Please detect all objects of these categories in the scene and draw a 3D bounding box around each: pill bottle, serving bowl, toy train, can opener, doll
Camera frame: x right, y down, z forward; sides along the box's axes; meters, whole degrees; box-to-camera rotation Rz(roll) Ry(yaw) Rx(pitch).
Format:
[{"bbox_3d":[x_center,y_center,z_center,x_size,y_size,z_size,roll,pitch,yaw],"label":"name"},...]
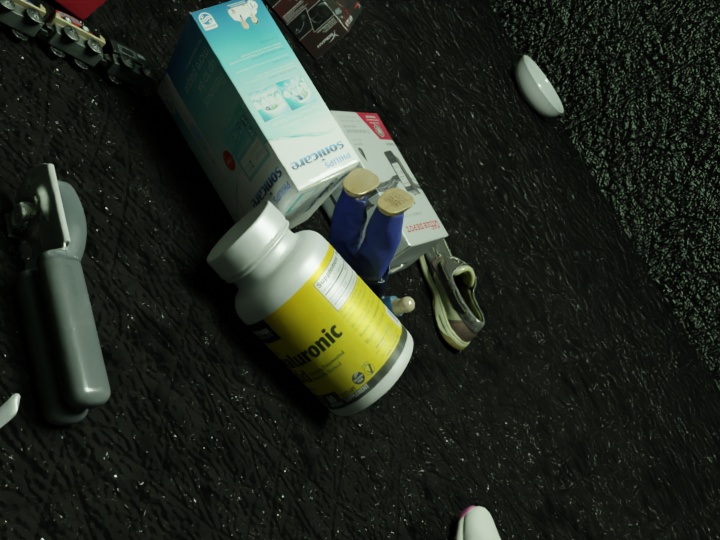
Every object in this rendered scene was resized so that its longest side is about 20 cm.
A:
[{"bbox_3d":[-0.050,0.034,0.818,0.200,0.111,0.112,48,27,-16],"label":"pill bottle"},{"bbox_3d":[0.507,-0.523,2.481,0.200,0.066,0.201,41,29,-28],"label":"serving bowl"},{"bbox_3d":[-0.276,-0.222,0.809,0.199,0.034,0.046,19,41,-52],"label":"toy train"},{"bbox_3d":[-0.212,0.012,0.627,0.067,0.053,0.202,13,50,-54],"label":"can opener"},{"bbox_3d":[0.000,0.000,0.875,0.135,0.201,0.048,30,44,15],"label":"doll"}]

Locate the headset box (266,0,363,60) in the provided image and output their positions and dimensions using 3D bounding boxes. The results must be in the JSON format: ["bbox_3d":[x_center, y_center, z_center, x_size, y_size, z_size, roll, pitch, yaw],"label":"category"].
[{"bbox_3d":[-0.095,-0.450,1.339,0.200,0.077,0.149,49,27,-17],"label":"headset box"}]

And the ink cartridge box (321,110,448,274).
[{"bbox_3d":[0.014,-0.100,1.115,0.202,0.083,0.145,59,26,7],"label":"ink cartridge box"}]

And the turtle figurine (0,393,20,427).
[{"bbox_3d":[-0.260,0.102,0.307,0.197,0.144,0.196,6,63,-4],"label":"turtle figurine"}]

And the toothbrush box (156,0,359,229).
[{"bbox_3d":[-0.108,-0.147,0.866,0.085,0.146,0.201,-30,86,-33],"label":"toothbrush box"}]

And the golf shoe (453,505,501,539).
[{"bbox_3d":[0.152,0.324,0.859,0.075,0.091,0.202,31,34,-37],"label":"golf shoe"}]

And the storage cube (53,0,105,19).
[{"bbox_3d":[-0.282,-0.390,0.816,0.179,0.199,0.173,33,32,-50],"label":"storage cube"}]

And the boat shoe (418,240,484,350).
[{"bbox_3d":[0.133,0.017,1.206,0.071,0.066,0.203,32,34,-38],"label":"boat shoe"}]
